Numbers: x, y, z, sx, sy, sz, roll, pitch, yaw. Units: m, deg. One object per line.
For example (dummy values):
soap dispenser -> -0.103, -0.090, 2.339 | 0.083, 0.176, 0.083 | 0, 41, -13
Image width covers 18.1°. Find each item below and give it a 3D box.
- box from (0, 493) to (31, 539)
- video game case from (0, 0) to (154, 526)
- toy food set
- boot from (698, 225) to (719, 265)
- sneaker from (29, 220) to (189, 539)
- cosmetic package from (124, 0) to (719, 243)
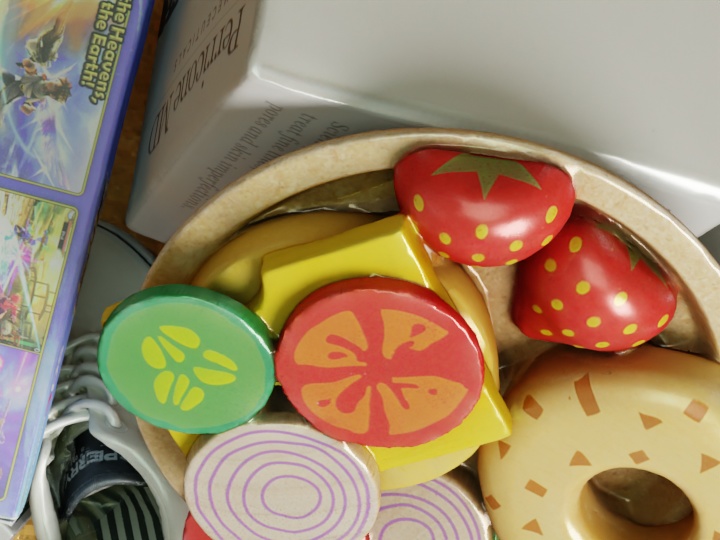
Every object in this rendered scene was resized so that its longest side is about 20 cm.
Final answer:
box -> -0.203, 0.034, 0.822 | 0.200, 0.117, 0.060 | 43, 103, -1
video game case -> -0.174, -0.036, 0.743 | 0.180, 0.045, 0.201 | 15, 88, -3
toy food set -> 0.023, 0.044, 0.682 | 0.197, 0.049, 0.201 | -17, 126, 19
boot -> 0.102, 0.028, 0.848 | 0.138, 0.077, 0.201 | -27, 92, 6
sneaker -> -0.085, 0.058, 0.797 | 0.073, 0.071, 0.201 | -29, 59, 11
cosmetic package -> 0.031, -0.108, 0.750 | 0.164, 0.165, 0.201 | 14, 71, -15
